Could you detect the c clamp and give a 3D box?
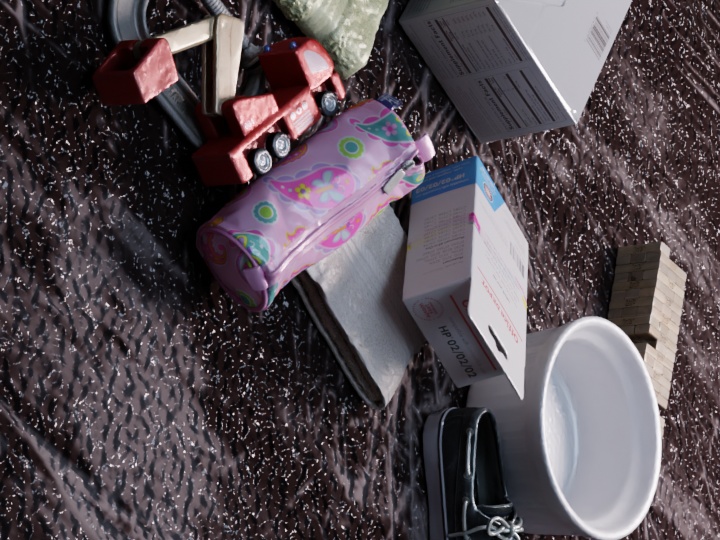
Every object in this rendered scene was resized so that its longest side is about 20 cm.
[{"bbox_3d":[-0.127,-0.197,1.704,0.200,0.027,0.171,57,45,-28],"label":"c clamp"}]

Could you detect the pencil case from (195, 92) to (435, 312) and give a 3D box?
[{"bbox_3d":[-0.035,-0.054,1.708,0.200,0.087,0.088,-38,114,-28],"label":"pencil case"}]

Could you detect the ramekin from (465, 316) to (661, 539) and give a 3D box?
[{"bbox_3d":[0.181,0.146,1.971,0.200,0.097,0.201,13,73,-51],"label":"ramekin"}]

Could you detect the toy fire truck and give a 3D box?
[{"bbox_3d":[-0.103,-0.144,1.674,0.200,0.049,0.141,-44,120,-38],"label":"toy fire truck"}]

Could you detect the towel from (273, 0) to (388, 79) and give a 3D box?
[{"bbox_3d":[-0.018,-0.277,1.852,0.148,0.036,0.200,47,50,-35],"label":"towel"}]

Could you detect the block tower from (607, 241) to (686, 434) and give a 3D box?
[{"bbox_3d":[0.274,0.074,2.139,0.058,0.054,0.201,36,57,-43],"label":"block tower"}]

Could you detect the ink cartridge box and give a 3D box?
[{"bbox_3d":[0.090,0.014,1.853,0.115,0.068,0.200,57,25,-35],"label":"ink cartridge box"}]

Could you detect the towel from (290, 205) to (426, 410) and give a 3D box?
[{"bbox_3d":[0.000,0.000,1.822,0.200,0.034,0.133,60,44,-26],"label":"towel"}]

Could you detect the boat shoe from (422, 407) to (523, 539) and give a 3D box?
[{"bbox_3d":[0.106,0.217,1.885,0.073,0.068,0.200,1,83,-51],"label":"boat shoe"}]

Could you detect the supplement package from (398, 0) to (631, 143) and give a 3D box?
[{"bbox_3d":[0.148,-0.245,1.995,0.156,0.111,0.200,53,47,-30],"label":"supplement package"}]
